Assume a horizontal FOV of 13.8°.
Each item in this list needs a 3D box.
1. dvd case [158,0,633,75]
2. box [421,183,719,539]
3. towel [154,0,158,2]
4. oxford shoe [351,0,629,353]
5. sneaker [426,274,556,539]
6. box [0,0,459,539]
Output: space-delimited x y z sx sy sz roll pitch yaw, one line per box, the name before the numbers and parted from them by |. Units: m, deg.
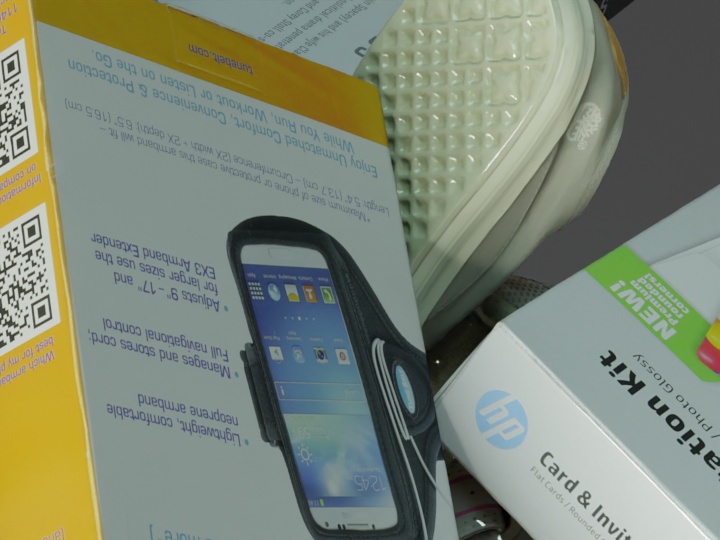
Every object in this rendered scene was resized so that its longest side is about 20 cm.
dvd case | -0.034 -0.103 0.866 0.200 0.025 0.150 31 44 21
box | 0.126 0.048 0.746 0.156 0.041 0.200 46 37 12
towel | -0.116 -0.063 0.709 0.144 0.024 0.201 3 61 -23
oxford shoe | 0.000 0.000 0.757 0.058 0.200 0.075 4 43 -54
sneaker | 0.037 0.082 0.740 0.088 0.081 0.200 29 41 -18
box | -0.031 0.039 0.648 0.119 0.041 0.201 18 56 -46
